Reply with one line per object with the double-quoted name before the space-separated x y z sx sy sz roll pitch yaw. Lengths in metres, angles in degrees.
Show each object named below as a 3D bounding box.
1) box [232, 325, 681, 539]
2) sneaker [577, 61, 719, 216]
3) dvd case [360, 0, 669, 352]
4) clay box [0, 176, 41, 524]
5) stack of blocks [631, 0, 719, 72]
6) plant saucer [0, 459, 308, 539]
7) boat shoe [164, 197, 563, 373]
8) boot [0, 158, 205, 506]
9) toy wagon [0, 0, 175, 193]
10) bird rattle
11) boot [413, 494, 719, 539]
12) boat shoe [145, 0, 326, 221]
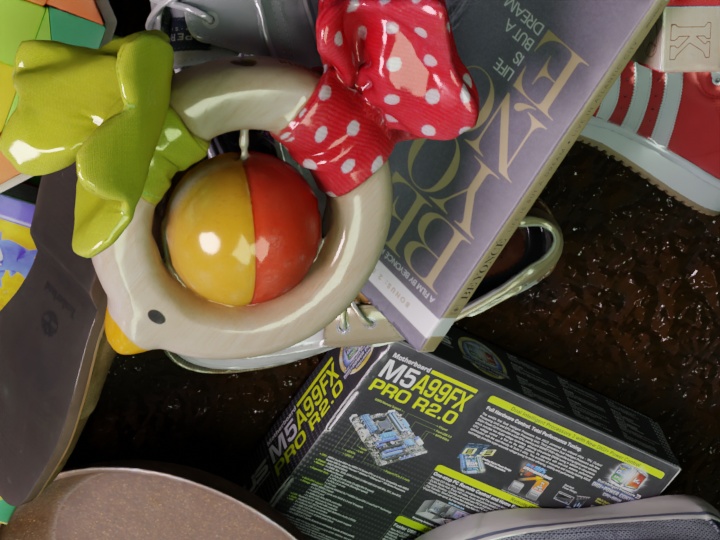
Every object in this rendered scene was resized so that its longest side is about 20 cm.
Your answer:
"box" 0.046 0.116 1.203 0.199 0.044 0.161 24 114 -29
"sneaker" 0.136 -0.109 1.057 0.199 0.071 0.113 25 118 -37
"dvd case" 0.032 -0.088 1.004 0.016 0.149 0.201 -4 133 -54
"clay box" -0.192 0.041 1.079 0.114 0.048 0.201 17 115 -25
"stack of blocks" 0.176 -0.189 0.980 0.114 0.059 0.202 -2 103 -14
"plant saucer" -0.092 0.162 1.161 0.199 0.037 0.201 10 132 11
"boat shoe" 0.000 0.000 1.081 0.199 0.068 0.075 -17 95 -11
"boot" -0.119 0.026 1.026 0.075 0.074 0.201 -10 136 -43
"toy wagon" -0.165 -0.098 0.971 0.199 0.040 0.156 17 99 -25
"bird rattle" -0.045 -0.044 0.932 0.199 0.113 0.164 -11 120 -25
"boot" 0.109 0.173 1.176 0.198 0.091 0.073 -11 126 -9
"boat shoe" -0.058 -0.104 0.975 0.072 0.068 0.201 1 118 37
